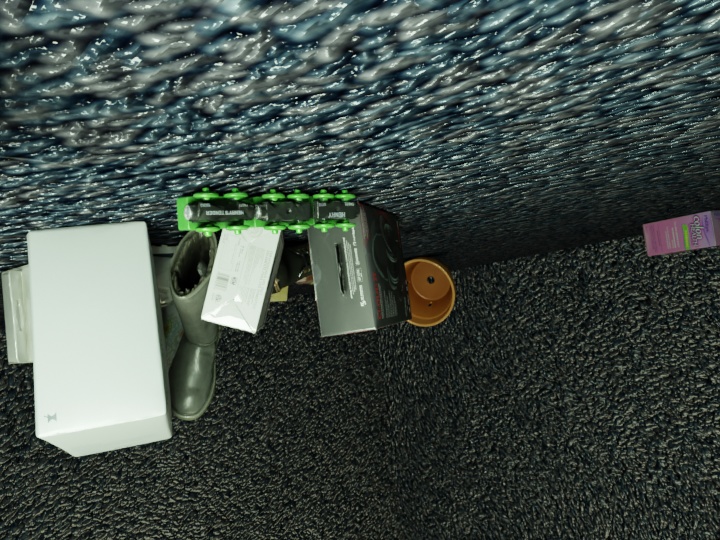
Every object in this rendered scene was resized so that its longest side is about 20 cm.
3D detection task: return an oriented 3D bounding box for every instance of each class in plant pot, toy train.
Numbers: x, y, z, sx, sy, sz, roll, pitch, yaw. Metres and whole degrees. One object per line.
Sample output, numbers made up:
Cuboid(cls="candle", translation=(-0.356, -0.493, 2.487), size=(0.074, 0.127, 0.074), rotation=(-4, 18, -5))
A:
Cuboid(cls="plant pot", translation=(0.198, 0.046, 1.843), size=(0.195, 0.205, 0.140), rotation=(-9, -166, 22))
Cuboid(cls="toy train", translation=(-0.085, -0.057, 0.601), size=(0.197, 0.043, 0.056), rotation=(-5, -174, -41))

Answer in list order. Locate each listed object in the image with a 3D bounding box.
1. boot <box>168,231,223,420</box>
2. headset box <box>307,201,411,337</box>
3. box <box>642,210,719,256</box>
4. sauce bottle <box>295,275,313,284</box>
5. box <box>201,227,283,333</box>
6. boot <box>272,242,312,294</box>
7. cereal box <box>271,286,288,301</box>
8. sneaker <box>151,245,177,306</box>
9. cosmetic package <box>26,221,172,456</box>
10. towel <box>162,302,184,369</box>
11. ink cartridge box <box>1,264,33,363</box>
Cuboid(cls="boot", translation=(-0.206, 0.072, 0.766), size=(0.071, 0.186, 0.201), rotation=(8, 152, -12))
Cuboid(cls="headset box", translation=(0.000, 0.000, 0.794), size=(0.075, 0.153, 0.199), rotation=(-9, 176, 17))
Cuboid(cls="box", translation=(0.967, -0.109, 1.799), size=(0.173, 0.100, 0.198), rotation=(-5, 175, -37))
Cuboid(cls="sauce bottle", translation=(-0.099, -0.007, 1.177), size=(0.065, 0.068, 0.198), rotation=(-10, 173, 36))
Cuboid(cls="box", translation=(-0.132, 0.006, 0.724), size=(0.059, 0.120, 0.200), rotation=(14, 175, -6))
Cuboid(cls="boot", translation=(-0.078, -0.023, 0.975), size=(0.135, 0.080, 0.200), rotation=(-13, -170, 4))
Cuboid(cls="cereal box", translation=(-0.249, 0.026, 1.129), size=(0.195, 0.041, 0.143), rotation=(9, -177, 27))
Cuboid(cls="sneaker", translation=(-0.291, 0.010, 0.840), size=(0.196, 0.083, 0.076), rotation=(-4, 177, -34))
Cuboid(cls="cosmetic package", translation=(-0.279, 0.083, 0.681), size=(0.120, 0.205, 0.200), rotation=(-7, 162, -17))
Cuboid(cls="towel", translation=(-0.296, 0.091, 0.955), size=(0.168, 0.205, 0.048), rotation=(-22, 149, 30))
Cuboid(cls="ink cartridge box", translation=(-0.403, 0.055, 0.873), size=(0.123, 0.132, 0.198), rotation=(-9, 177, 36))
